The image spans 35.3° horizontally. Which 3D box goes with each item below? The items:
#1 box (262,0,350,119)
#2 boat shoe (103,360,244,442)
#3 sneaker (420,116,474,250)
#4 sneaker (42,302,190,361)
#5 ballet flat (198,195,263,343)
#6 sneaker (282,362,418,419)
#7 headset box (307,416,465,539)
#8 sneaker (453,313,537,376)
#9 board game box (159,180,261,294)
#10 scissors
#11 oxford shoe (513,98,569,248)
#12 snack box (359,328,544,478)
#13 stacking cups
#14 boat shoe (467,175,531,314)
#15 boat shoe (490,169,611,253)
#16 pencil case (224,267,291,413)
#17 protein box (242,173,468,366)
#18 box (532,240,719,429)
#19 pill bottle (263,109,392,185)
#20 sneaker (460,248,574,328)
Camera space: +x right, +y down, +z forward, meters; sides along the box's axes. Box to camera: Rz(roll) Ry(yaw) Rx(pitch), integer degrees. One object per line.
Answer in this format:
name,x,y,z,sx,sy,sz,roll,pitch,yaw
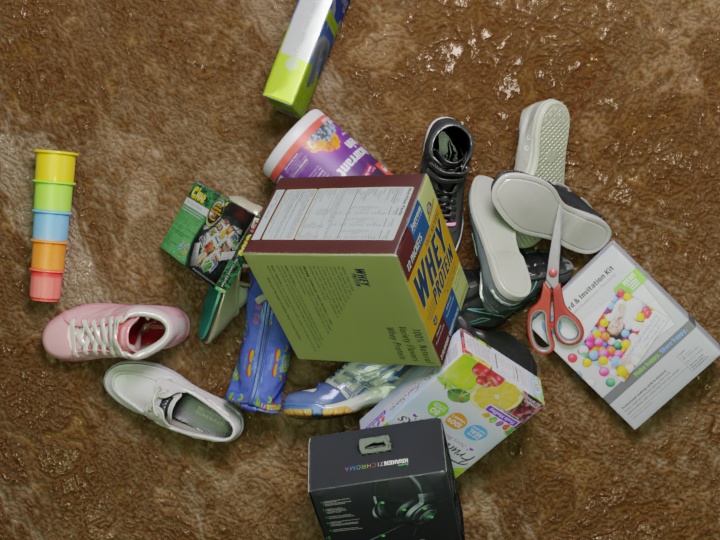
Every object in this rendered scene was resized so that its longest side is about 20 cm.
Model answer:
box,-0.065,-0.304,1.471,0.047,0.122,0.201,22,91,4
boat shoe,-0.251,0.178,1.503,0.199,0.066,0.072,27,91,0
sneaker,0.107,-0.105,1.481,0.070,0.099,0.201,4,91,-1
sneaker,-0.330,0.081,1.486,0.199,0.105,0.076,-5,92,2
ballet flat,-0.166,0.002,1.507,0.069,0.069,0.201,10,89,1
sneaker,-0.009,0.147,1.504,0.199,0.075,0.089,-9,82,-8
headset box,0.034,0.287,1.429,0.173,0.093,0.201,-10,128,7
sneaker,0.145,0.117,1.492,0.200,0.086,0.081,33,51,-20
board game box,-0.192,-0.046,1.447,0.023,0.200,0.105,27,92,-33
scissors,0.240,0.014,1.456,0.073,0.014,0.201,-7,109,15
oxford shoe,0.231,-0.129,1.504,0.075,0.058,0.201,0,105,-31
snack box,0.115,0.181,1.441,0.142,0.053,0.200,33,119,-23
stacking cups,-0.412,-0.059,1.507,0.060,0.061,0.201,4,90,1
boat shoe,0.166,-0.034,1.451,0.073,0.062,0.201,10,50,-25
boat shoe,0.239,-0.084,1.456,0.199,0.060,0.074,19,118,-30
pencil case,-0.123,0.088,1.481,0.078,0.087,0.201,13,98,8
protein box,0.000,0.000,1.377,0.199,0.199,0.135,1,47,26
box,0.347,0.085,1.488,0.200,0.041,0.156,45,107,1
pill bottle,-0.019,-0.106,1.476,0.200,0.111,0.112,41,91,0
sneaker,0.187,0.027,1.505,0.199,0.075,0.080,-13,120,-6
